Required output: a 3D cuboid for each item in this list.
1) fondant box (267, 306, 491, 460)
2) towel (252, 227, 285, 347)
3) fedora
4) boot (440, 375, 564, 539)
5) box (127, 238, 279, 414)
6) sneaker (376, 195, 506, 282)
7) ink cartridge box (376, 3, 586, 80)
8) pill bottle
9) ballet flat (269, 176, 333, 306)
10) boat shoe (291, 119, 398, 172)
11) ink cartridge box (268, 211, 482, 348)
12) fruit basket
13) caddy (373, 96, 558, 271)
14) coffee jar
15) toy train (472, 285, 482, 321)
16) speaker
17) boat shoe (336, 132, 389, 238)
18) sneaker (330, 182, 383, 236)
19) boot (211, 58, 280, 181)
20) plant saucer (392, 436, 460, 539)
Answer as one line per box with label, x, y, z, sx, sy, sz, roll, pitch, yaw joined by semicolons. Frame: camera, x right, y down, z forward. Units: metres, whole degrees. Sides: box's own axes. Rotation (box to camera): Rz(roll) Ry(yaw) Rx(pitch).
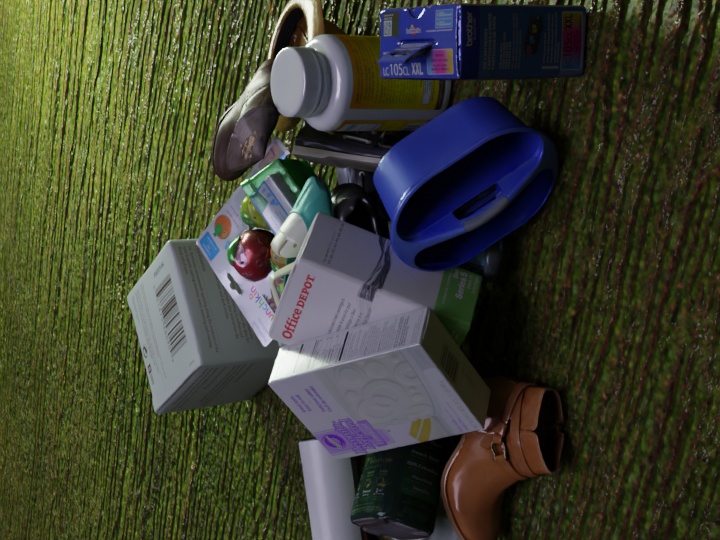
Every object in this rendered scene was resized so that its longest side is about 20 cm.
fondant box;0.021;0.127;1.334;0.199;0.145;0.059;-16;38;31
towel;-0.065;0.004;1.661;0.165;0.085;0.202;-37;65;54
fedora;-0.060;-0.270;1.597;0.200;0.081;0.202;-38;47;56
boot;0.162;0.218;1.351;0.154;0.073;0.202;-4;93;53
box;-0.222;0.080;1.826;0.200;0.170;0.201;-43;59;51
sneaker;0.087;-0.041;1.407;0.200;0.095;0.080;40;129;48
ink cartridge box;0.111;-0.233;1.250;0.136;0.198;0.077;13;105;56
pill bottle;0.000;-0.217;1.422;0.109;0.199;0.110;10;102;55
ballet flat;-0.072;-0.009;1.445;0.067;0.070;0.202;32;127;50
boat shoe;0.010;-0.155;1.489;0.198;0.073;0.063;10;85;26
ink cartridge box;0.014;0.041;1.356;0.146;0.198;0.084;114;177;-46
fruit basket;-0.117;-0.036;1.554;0.200;0.093;0.186;-45;66;22
caddy;0.112;-0.085;1.286;0.142;0.199;0.105;56;-179;-46
coffee jar;0.056;0.208;1.435;0.104;0.085;0.202;-27;44;59
toy train;0.081;0.062;1.466;0.042;0.057;0.200;44;139;-9
speaker;-0.031;0.323;1.648;0.081;0.081;0.202;-17;80;56
boat shoe;0.009;-0.100;1.558;0.056;0.069;0.202;-6;85;24
sneaker;0.000;0.000;1.439;0.091;0.075;0.202;-154;50;-75
boot;-0.143;-0.151;1.490;0.201;0.064;0.187;-90;24;-60
plant saucer;0.071;0.285;1.514;0.199;0.050;0.202;10;103;55
